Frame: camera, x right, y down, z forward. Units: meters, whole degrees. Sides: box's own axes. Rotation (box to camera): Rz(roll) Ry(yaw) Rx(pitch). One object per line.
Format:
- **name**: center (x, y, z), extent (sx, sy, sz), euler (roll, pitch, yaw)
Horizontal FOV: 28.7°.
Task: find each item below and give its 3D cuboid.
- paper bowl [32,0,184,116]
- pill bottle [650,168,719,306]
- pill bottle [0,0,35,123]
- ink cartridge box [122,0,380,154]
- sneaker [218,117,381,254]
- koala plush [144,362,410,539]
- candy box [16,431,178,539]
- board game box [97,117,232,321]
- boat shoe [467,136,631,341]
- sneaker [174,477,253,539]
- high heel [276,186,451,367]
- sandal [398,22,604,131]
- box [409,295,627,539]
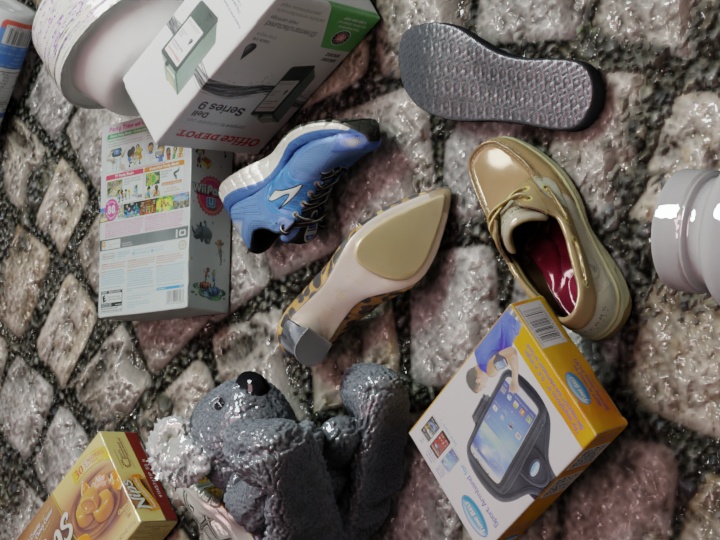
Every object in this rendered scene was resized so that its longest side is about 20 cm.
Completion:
- **paper bowl**: center (-0.210, -0.230, 1.372), extent (0.200, 0.200, 0.105), euler (-43, 71, 30)
- **pill bottle**: center (0.296, -0.019, 0.922), extent (0.198, 0.111, 0.114), euler (8, 89, 44)
- **pill bottle**: center (-0.468, -0.230, 1.675), extent (0.112, 0.111, 0.202), euler (36, 107, 40)
- **ink cartridge box**: center (-0.102, -0.204, 1.301), extent (0.200, 0.145, 0.085), euler (-44, 64, 30)
- **sneaker**: center (-0.046, -0.075, 1.290), extent (0.199, 0.078, 0.090), euler (-32, 73, 43)
- **koala plush**: center (-0.080, 0.162, 1.215), extent (0.199, 0.176, 0.186), euler (22, 123, 40)
- **candy box**: center (-0.279, 0.275, 1.458), extent (0.201, 0.055, 0.116), euler (-50, 54, 26)
- **board game box**: center (-0.199, -0.055, 1.428), extent (0.146, 0.064, 0.203), euler (-6, 81, 42)
- **boat shoe**: center (0.138, -0.034, 1.104), extent (0.074, 0.066, 0.201), euler (-50, 54, 25)
- **sneaker**: center (-0.121, 0.250, 1.300), extent (0.199, 0.075, 0.089), euler (35, 112, 44)
- **high heel**: center (0.000, 0.000, 1.247), extent (0.200, 0.071, 0.143), euler (-48, 8, -5)
- **sandal**: center (0.114, -0.154, 1.170), extent (0.198, 0.043, 0.077), euler (23, 106, 33)
- **box**: center (0.111, 0.129, 1.087), extent (0.120, 0.041, 0.201), euler (57, 136, 25)
